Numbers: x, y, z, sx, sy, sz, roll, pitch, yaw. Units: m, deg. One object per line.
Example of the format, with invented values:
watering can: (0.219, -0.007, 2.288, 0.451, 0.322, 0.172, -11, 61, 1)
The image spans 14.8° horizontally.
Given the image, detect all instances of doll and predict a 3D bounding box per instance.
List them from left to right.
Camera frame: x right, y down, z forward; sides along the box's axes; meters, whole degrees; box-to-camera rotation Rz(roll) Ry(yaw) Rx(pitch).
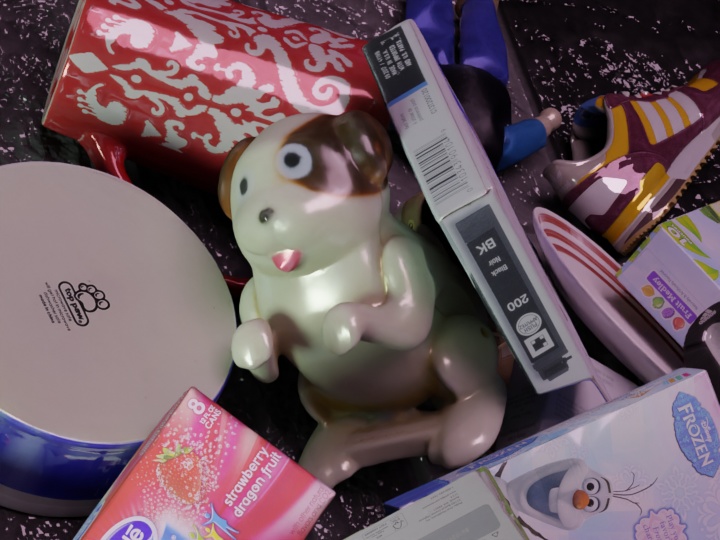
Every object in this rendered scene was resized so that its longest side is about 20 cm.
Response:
doll: (0.071, -0.116, 1.873, 0.136, 0.049, 0.201, 14, 50, -17)

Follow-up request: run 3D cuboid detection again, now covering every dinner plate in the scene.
dinner plate: (0.176, 0.037, 1.770, 0.200, 0.024, 0.200, 42, 13, -12)

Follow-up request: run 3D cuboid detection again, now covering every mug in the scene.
mug: (-0.091, -0.095, 1.717, 0.199, 0.134, 0.178, 19, 46, -9)

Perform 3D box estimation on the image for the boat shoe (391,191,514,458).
boat shoe: (0.072, 0.038, 1.740, 0.074, 0.066, 0.200, -19, 67, -38)

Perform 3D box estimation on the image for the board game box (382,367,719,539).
board game box: (0.140, 0.185, 1.578, 0.198, 0.043, 0.201, -22, 95, -14)

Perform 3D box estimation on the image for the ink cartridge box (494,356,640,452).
ink cartridge box: (0.147, 0.165, 1.682, 0.160, 0.047, 0.201, 31, 59, -27)

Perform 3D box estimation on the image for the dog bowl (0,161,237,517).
dog bowl: (-0.175, 0.038, 1.601, 0.199, 0.079, 0.201, 15, 50, -18)

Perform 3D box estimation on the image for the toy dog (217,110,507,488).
toy dog: (0.000, 0.000, 1.614, 0.200, 0.139, 0.194, 58, 46, -28)

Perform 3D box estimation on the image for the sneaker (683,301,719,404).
sneaker: (0.273, 0.113, 1.671, 0.115, 0.076, 0.201, 32, 29, -44)

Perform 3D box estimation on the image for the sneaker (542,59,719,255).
sneaker: (0.198, -0.101, 1.912, 0.090, 0.075, 0.200, 40, 46, -2)

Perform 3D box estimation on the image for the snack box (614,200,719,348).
snack box: (0.271, 0.048, 1.819, 0.200, 0.053, 0.142, 47, 25, 12)

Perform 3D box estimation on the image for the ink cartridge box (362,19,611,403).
ink cartridge box: (0.076, -0.021, 1.636, 0.200, 0.043, 0.198, 58, 6, -35)

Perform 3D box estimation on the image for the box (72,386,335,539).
box: (-0.114, 0.174, 1.467, 0.100, 0.095, 0.200, 37, 71, -3)

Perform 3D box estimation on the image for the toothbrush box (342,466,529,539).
toothbrush box: (0.048, 0.225, 1.450, 0.145, 0.200, 0.086, -27, 36, -3)
